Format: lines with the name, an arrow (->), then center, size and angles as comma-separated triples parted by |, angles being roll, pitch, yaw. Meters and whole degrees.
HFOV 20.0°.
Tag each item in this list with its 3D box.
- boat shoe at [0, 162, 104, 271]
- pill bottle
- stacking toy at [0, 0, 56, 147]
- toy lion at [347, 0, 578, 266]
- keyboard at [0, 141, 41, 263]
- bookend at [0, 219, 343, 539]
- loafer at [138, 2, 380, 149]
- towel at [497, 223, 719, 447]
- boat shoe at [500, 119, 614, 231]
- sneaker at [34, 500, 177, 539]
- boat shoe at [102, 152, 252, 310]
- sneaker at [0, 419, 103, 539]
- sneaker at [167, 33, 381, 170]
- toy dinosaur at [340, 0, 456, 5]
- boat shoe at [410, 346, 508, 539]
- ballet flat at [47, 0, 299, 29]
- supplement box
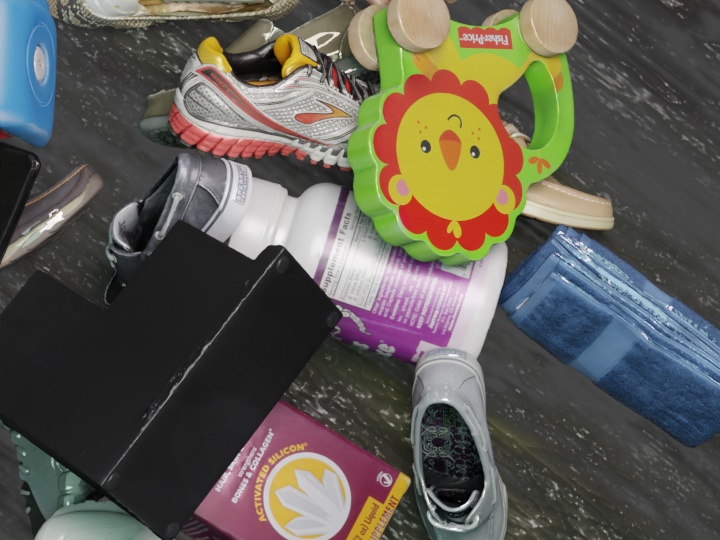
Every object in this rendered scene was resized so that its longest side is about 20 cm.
boat shoe -> -0.286, -0.029, 1.518 | 0.200, 0.074, 0.073 | -33, 93, -2
pill bottle -> 0.000, 0.000, 1.513 | 0.199, 0.112, 0.113 | 18, 91, -3
stacking toy -> -0.330, -0.150, 1.511 | 0.199, 0.116, 0.110 | -1, 83, 12
toy lion -> 0.075, -0.101, 1.456 | 0.200, 0.069, 0.192 | -4, 83, -38
keyboard -> -0.310, -0.009, 1.468 | 0.104, 0.040, 0.200 | 19, 64, 2
bookend -> -0.155, 0.050, 1.420 | 0.200, 0.092, 0.199 | 27, 75, 40
loafer -> -0.075, -0.148, 1.533 | 0.199, 0.075, 0.070 | -19, 79, -7
towel -> 0.200, 0.055, 1.529 | 0.200, 0.112, 0.049 | 35, 52, -4
boat shoe -> 0.102, -0.081, 1.536 | 0.199, 0.071, 0.065 | 19, 91, -2
sneaker -> -0.148, 0.231, 1.492 | 0.200, 0.080, 0.077 | 28, 93, -31
boat shoe -> -0.152, -0.020, 1.475 | 0.068, 0.200, 0.072 | 16, 55, -26
sneaker -> -0.251, 0.133, 1.532 | 0.115, 0.075, 0.201 | 8, 86, 6
sneaker -> -0.033, -0.123, 1.457 | 0.199, 0.078, 0.082 | 2, 122, -23
toy dinosaur -> 0.001, -0.248, 1.517 | 0.086, 0.136, 0.200 | -43, 133, 8
boat shoe -> 0.066, 0.153, 1.501 | 0.070, 0.072, 0.201 | -1, 125, 12
ballet flat -> -0.142, -0.215, 1.519 | 0.199, 0.075, 0.068 | 0, 95, -2
supplement box -> -0.080, 0.154, 1.504 | 0.200, 0.086, 0.111 | 32, 72, -10
